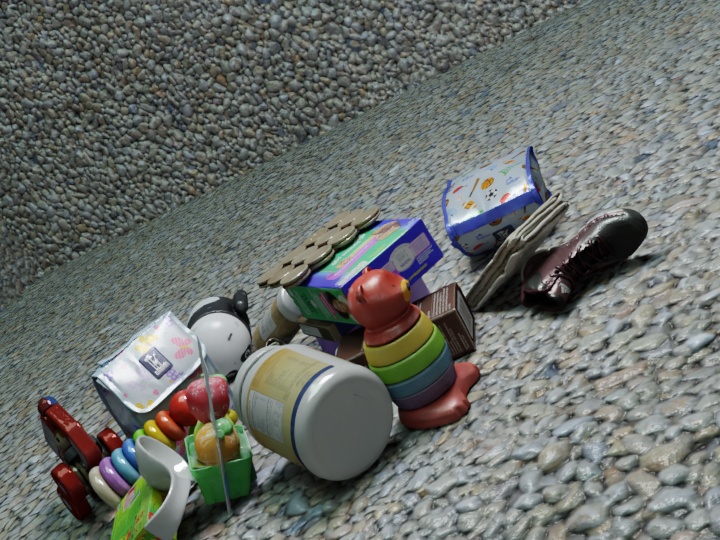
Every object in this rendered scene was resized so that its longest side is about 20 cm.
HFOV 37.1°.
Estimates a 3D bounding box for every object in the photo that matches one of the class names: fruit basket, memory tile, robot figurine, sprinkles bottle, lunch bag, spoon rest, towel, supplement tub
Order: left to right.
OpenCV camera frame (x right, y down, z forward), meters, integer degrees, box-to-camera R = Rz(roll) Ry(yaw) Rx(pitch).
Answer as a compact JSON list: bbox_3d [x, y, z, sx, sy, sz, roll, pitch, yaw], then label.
[{"bbox_3d":[-0.312,0.193,1.709,0.169,0.202,0.126,-40,19,-32],"label":"lunch bag"},{"bbox_3d":[-0.254,0.275,1.415,0.061,0.099,0.200,-50,22,8],"label":"spoon rest"},{"bbox_3d":[-0.196,0.207,1.479,0.092,0.204,0.185,-5,12,-12],"label":"fruit basket"},{"bbox_3d":[-0.257,0.121,1.961,0.123,0.153,0.200,-9,15,-5],"label":"robot figurine"},{"bbox_3d":[-0.128,0.081,1.813,0.068,0.068,0.200,-40,-5,-31],"label":"sprinkles bottle"},{"bbox_3d":[-0.067,0.176,1.386,0.144,0.146,0.199,-38,27,-24],"label":"supplement tub"},{"bbox_3d":[-0.065,-0.033,1.653,0.199,0.017,0.153,-40,16,-22],"label":"memory tile"},{"bbox_3d":[0.228,-0.109,1.781,0.168,0.125,0.200,-25,10,16],"label":"lunch bag"},{"bbox_3d":[0.227,-0.024,1.556,0.132,0.034,0.201,-39,-12,-30],"label":"towel"}]

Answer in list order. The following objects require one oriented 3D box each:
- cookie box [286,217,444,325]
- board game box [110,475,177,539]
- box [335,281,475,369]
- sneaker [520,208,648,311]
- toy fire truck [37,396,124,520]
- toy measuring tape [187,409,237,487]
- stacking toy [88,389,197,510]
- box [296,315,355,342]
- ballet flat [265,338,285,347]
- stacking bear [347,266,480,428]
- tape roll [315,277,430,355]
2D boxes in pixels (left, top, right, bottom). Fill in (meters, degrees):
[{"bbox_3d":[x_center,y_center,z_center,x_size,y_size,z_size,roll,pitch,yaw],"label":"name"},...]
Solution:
[{"bbox_3d":[0.000,0.000,1.602,0.171,0.076,0.199,-40,18,-23],"label":"cookie box"},{"bbox_3d":[-0.293,0.342,1.457,0.102,0.047,0.200,-52,15,8],"label":"board game box"},{"bbox_3d":[0.065,0.104,1.537,0.198,0.076,0.100,-24,18,15],"label":"box"},{"bbox_3d":[0.298,0.001,1.448,0.199,0.076,0.116,-33,18,34],"label":"sneaker"},{"bbox_3d":[-0.453,0.283,1.692,0.112,0.168,0.201,-38,-17,-26],"label":"toy fire truck"},{"bbox_3d":[-0.245,0.268,1.607,0.073,0.074,0.200,-17,21,37],"label":"toy measuring tape"},{"bbox_3d":[-0.307,0.260,1.591,0.200,0.085,0.085,-46,17,-1],"label":"stacking toy"},{"bbox_3d":[0.003,0.037,1.681,0.199,0.033,0.121,-37,18,-21],"label":"box"},{"bbox_3d":[-0.130,0.156,1.724,0.069,0.072,0.200,-32,17,-2],"label":"ballet flat"},{"bbox_3d":[0.054,0.089,1.368,0.112,0.202,0.122,-21,19,26],"label":"stacking bear"},{"bbox_3d":[0.017,0.066,1.740,0.198,0.066,0.200,-28,16,9],"label":"tape roll"}]
